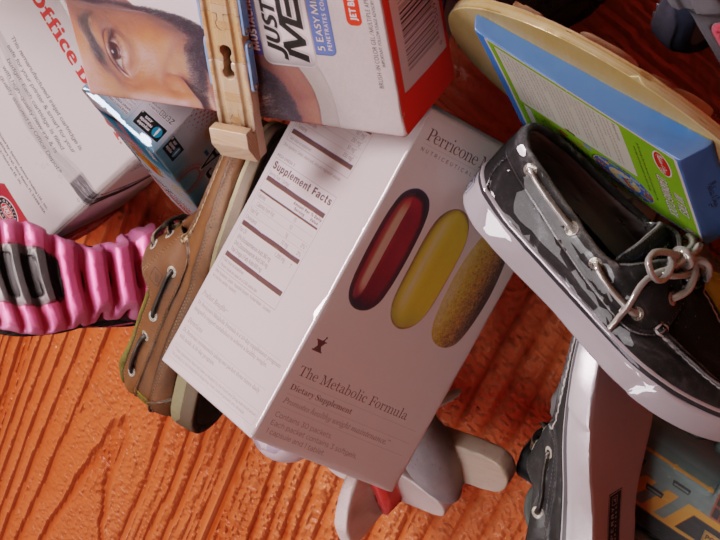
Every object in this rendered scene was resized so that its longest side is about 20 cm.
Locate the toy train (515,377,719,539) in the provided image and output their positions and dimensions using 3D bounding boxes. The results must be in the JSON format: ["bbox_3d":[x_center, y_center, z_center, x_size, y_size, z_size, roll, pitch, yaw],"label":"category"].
[{"bbox_3d":[0.181,0.134,1.367,0.200,0.085,0.114,35,120,28],"label":"toy train"}]

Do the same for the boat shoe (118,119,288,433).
[{"bbox_3d":[-0.096,-0.003,1.394,0.068,0.072,0.200,26,112,20],"label":"boat shoe"}]

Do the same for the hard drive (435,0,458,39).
[{"bbox_3d":[-0.039,-0.188,1.270,0.200,0.025,0.132,26,136,14],"label":"hard drive"}]

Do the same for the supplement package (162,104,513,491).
[{"bbox_3d":[0.000,0.000,1.324,0.109,0.114,0.200,35,98,51],"label":"supplement package"}]

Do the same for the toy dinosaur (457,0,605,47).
[{"bbox_3d":[0.098,-0.157,1.244,0.077,0.200,0.102,34,90,13],"label":"toy dinosaur"}]

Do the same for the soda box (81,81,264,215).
[{"bbox_3d":[-0.098,-0.079,1.438,0.064,0.068,0.200,40,174,20],"label":"soda box"}]

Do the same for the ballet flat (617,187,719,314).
[{"bbox_3d":[0.174,-0.011,1.311,0.200,0.067,0.067,30,108,25],"label":"ballet flat"}]

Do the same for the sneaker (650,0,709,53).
[{"bbox_3d":[0.221,-0.152,1.176,0.082,0.070,0.200,54,139,9],"label":"sneaker"}]

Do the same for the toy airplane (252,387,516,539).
[{"bbox_3d":[-0.015,0.086,1.475,0.199,0.141,0.200,54,137,6],"label":"toy airplane"}]

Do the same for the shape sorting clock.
[{"bbox_3d":[0.131,-0.079,1.209,0.200,0.039,0.200,37,175,4],"label":"shape sorting clock"}]

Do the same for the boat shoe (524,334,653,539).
[{"bbox_3d":[0.119,0.111,1.318,0.057,0.069,0.201,14,107,36],"label":"boat shoe"}]

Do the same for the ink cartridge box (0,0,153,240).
[{"bbox_3d":[-0.192,-0.114,1.576,0.200,0.084,0.145,-35,85,49],"label":"ink cartridge box"}]

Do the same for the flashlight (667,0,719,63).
[{"bbox_3d":[0.205,-0.098,1.161,0.068,0.068,0.200,-19,131,22],"label":"flashlight"}]

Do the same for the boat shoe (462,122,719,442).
[{"bbox_3d":[0.145,0.003,1.241,0.199,0.074,0.068,47,130,7],"label":"boat shoe"}]

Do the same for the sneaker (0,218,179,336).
[{"bbox_3d":[-0.198,0.012,1.584,0.095,0.199,0.079,-26,66,60],"label":"sneaker"}]

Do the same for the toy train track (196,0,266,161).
[{"bbox_3d":[-0.077,-0.138,1.204,0.114,0.033,0.200,12,130,26],"label":"toy train track"}]

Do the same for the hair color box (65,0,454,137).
[{"bbox_3d":[-0.058,-0.142,1.256,0.200,0.064,0.111,10,130,29],"label":"hair color box"}]
